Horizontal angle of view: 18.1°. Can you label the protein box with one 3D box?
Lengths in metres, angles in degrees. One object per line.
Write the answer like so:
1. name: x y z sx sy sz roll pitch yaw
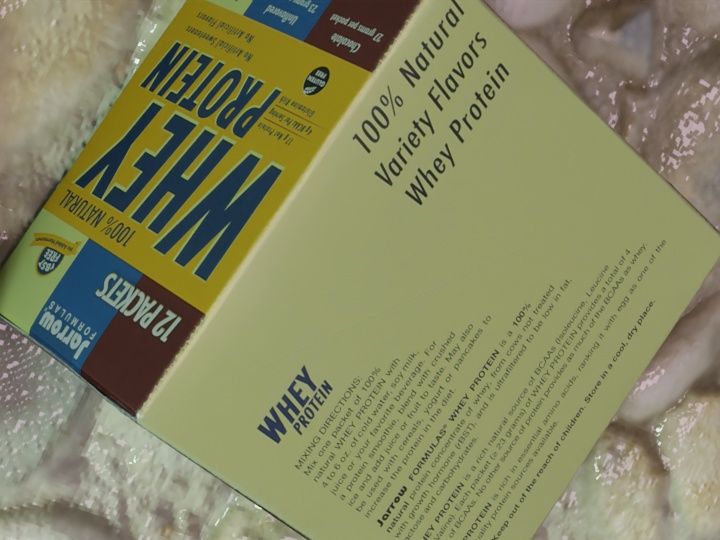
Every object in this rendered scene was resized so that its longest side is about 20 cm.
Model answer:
1. protein box: 0.000 0.000 0.901 0.200 0.135 0.199 38 84 -39
